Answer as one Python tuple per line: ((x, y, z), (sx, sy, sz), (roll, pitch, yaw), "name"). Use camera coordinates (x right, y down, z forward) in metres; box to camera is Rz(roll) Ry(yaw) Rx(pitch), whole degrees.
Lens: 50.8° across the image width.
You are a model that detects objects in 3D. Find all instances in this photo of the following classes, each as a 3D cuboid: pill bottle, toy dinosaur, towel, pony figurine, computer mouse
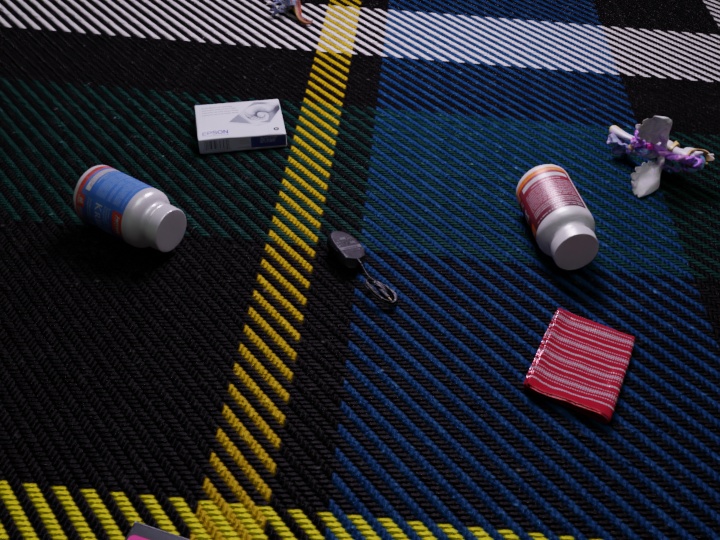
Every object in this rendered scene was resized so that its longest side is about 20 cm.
((0.373, -0.100, 1.434), (0.110, 0.115, 0.202), (-4, 42, -8), "pill bottle")
((-0.207, -0.777, 2.194), (0.200, 0.105, 0.182), (46, 31, -9), "toy dinosaur")
((0.358, 0.148, 1.231), (0.142, 0.023, 0.201), (21, 45, 17), "towel")
((-0.421, -0.110, 1.397), (0.197, 0.114, 0.112), (24, 46, 23), "pill bottle")
((0.622, -0.259, 1.615), (0.189, 0.170, 0.200), (-8, 27, -23), "pony figurine")
((0.000, 0.000, 1.370), (0.058, 0.034, 0.201), (-8, 46, -37), "computer mouse")

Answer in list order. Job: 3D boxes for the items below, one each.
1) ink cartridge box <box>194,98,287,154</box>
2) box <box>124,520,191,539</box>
((-0.274, -0.342, 1.711), (0.195, 0.041, 0.202), (-7, 43, -11), "ink cartridge box")
((-0.198, 0.380, 0.810), (0.120, 0.203, 0.107), (13, 43, 10), "box")
